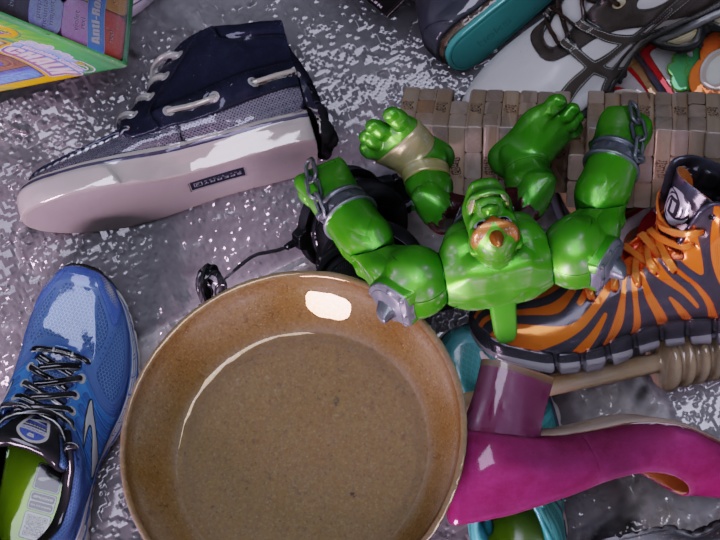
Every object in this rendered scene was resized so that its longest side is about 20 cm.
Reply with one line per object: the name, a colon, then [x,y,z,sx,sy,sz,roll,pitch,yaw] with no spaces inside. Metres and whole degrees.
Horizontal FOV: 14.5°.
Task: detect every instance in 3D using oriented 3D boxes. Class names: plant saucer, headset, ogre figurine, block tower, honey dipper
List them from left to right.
plant saucer: [-0.035,0.099,1.595,0.199,0.035,0.201,-4,68,11]
headset: [0.000,0.000,1.694,0.199,0.094,0.124,-9,32,-8]
ogre figurine: [0.073,-0.031,1.597,0.199,0.098,0.120,1,51,-17]
block tower: [0.123,-0.073,1.680,0.199,0.058,0.054,2,120,5]
honey dipper: [0.128,0.064,1.662,0.199,0.038,0.038,-11,75,-22]

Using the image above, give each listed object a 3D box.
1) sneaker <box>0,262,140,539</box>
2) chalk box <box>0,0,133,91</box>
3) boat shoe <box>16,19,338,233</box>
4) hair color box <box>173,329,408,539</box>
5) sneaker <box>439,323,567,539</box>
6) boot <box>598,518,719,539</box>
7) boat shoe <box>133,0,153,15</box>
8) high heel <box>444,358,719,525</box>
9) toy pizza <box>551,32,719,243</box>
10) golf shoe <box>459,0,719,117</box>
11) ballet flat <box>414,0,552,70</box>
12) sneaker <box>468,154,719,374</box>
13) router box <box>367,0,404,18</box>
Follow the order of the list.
sneaker: [-0.181,0.092,1.688,0.078,0.089,0.201,8,77,5]
chalk box: [-0.213,-0.187,1.697,0.199,0.124,0.125,-6,73,37]
boat shoe: [-0.120,-0.090,1.743,0.199,0.075,0.093,-14,69,-7]
hair color box: [-0.049,0.136,1.662,0.061,0.102,0.200,42,82,14]
sneaker: [0.089,0.123,1.666,0.077,0.080,0.201,-14,75,1]
boot: [0.229,0.205,1.651,0.199,0.070,0.132,-14,81,10]
boat shoe: [-0.121,-0.225,1.761,0.202,0.086,0.075,-33,76,-4]
high heel: [0.138,0.124,1.624,0.199,0.067,0.097,19,80,-18]
toy pizza: [0.213,-0.069,1.728,0.199,0.032,0.201,-1,77,4]
golf shoe: [0.138,-0.154,1.709,0.200,0.095,0.078,-31,47,2]
ballet flat: [0.118,-0.202,1.749,0.200,0.073,0.073,-32,76,3]
sneaker: [0.160,-0.010,1.637,0.199,0.112,0.078,-10,40,-13]
router box: [-0.010,-0.276,1.737,0.200,0.051,0.149,41,64,-6]
